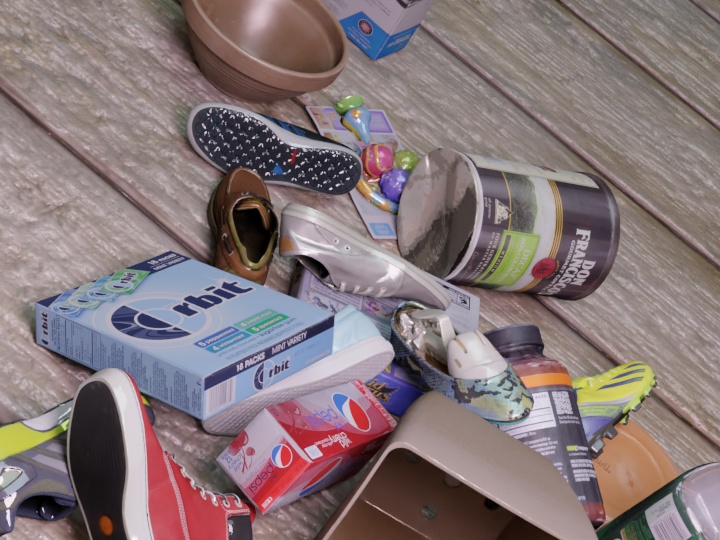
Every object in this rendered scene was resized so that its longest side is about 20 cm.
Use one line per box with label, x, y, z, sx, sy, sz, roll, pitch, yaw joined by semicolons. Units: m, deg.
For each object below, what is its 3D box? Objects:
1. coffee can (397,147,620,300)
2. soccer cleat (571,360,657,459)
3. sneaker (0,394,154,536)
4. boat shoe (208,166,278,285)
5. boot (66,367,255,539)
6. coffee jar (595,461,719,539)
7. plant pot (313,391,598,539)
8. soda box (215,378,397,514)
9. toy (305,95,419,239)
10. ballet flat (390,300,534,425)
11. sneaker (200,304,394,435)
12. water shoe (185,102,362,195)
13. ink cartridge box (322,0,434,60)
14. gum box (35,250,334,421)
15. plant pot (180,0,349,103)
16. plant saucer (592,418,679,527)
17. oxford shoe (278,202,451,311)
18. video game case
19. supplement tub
coffee can;0.162;-0.048;1.737;0.200;0.146;0.146;7;45;-33
soccer cleat;0.240;0.129;1.616;0.084;0.065;0.200;41;37;11
sneaker;-0.240;0.154;1.265;0.200;0.074;0.081;-21;77;-45
boat shoe;-0.109;-0.044;1.581;0.072;0.068;0.200;19;38;-19
boot;-0.150;0.166;1.256;0.144;0.072;0.200;-15;96;-48
coffee jar;0.263;0.254;1.431;0.104;0.200;0.085;-12;67;-42
plant pot;0.073;0.220;1.338;0.200;0.200;0.177;31;24;-5
soda box;-0.041;0.149;1.368;0.063;0.070;0.200;47;19;14
toy;0.028;-0.124;1.798;0.115;0.047;0.200;-1;49;-37
ballet flat;0.085;0.078;1.452;0.074;0.074;0.200;4;14;-36
sneaker;-0.070;0.087;1.444;0.200;0.074;0.082;-18;58;-33
water shoe;-0.097;-0.129;1.706;0.200;0.072;0.079;20;11;-18
ink cartridge box;0.032;-0.387;1.969;0.146;0.200;0.084;45;37;13
gum box;-0.152;0.051;1.379;0.200;0.045;0.170;20;29;32
plant pot;-0.121;-0.256;1.790;0.201;0.093;0.201;22;39;-19
plant saucer;0.257;0.209;1.620;0.200;0.032;0.200;21;38;-18
oxford shoe;0.000;0.000;1.557;0.200;0.075;0.058;27;78;-24
video game case;0.023;0.058;1.590;0.200;0.045;0.181;26;37;-13
supplement tub;0.158;0.155;1.494;0.107;0.107;0.200;2;66;-37
